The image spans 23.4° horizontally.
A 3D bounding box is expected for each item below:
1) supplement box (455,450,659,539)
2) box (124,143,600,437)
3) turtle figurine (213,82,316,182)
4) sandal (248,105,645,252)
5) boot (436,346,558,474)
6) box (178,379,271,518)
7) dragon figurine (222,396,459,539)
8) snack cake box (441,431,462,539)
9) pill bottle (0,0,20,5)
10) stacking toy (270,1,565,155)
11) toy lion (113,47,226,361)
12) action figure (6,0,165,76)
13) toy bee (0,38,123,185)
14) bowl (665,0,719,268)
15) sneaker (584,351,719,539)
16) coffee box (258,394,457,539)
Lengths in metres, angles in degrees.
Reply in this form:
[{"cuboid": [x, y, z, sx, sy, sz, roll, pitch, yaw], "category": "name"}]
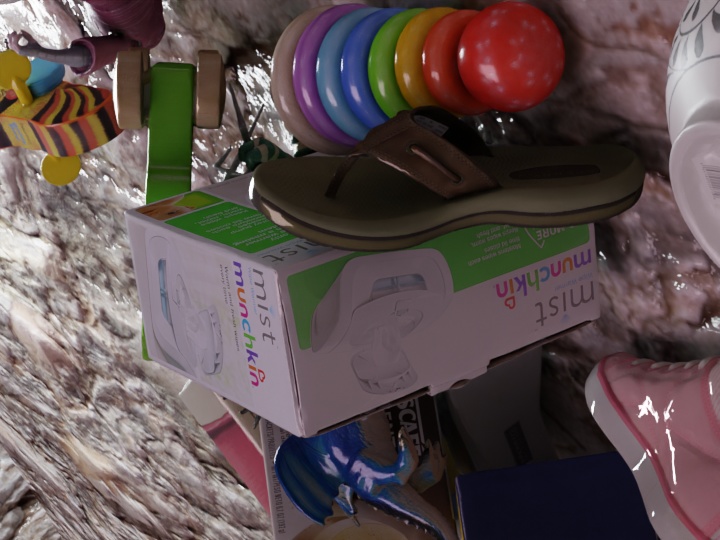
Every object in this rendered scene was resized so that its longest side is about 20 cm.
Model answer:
[{"cuboid": [0.119, 0.191, 1.036, 0.200, 0.108, 0.111, 76, -174, -69], "category": "supplement box"}, {"cuboid": [0.000, 0.000, 0.959, 0.176, 0.199, 0.098, 19, 122, 56], "category": "box"}, {"cuboid": [-0.054, -0.034, 1.115, 0.100, 0.202, 0.150, 14, 157, -4], "category": "turtle figurine"}, {"cuboid": [0.042, -0.055, 0.861, 0.080, 0.199, 0.058, -110, 16, -59], "category": "sandal"}, {"cuboid": [0.073, 0.078, 1.134, 0.095, 0.073, 0.201, 37, 149, 52], "category": "boot"}, {"cuboid": [-0.027, 0.128, 1.337, 0.201, 0.127, 0.109, 53, 160, 2], "category": "box"}, {"cuboid": [-0.009, 0.112, 1.003, 0.059, 0.099, 0.201, 18, -139, -63], "category": "dragon figurine"}, {"cuboid": [0.012, 0.100, 1.193, 0.115, 0.067, 0.201, 79, 169, -70], "category": "snack cake box"}, {"cuboid": [-0.309, -0.265, 1.331, 0.199, 0.112, 0.113, 20, 142, 56], "category": "pill bottle"}, {"cuboid": [0.033, -0.109, 0.923, 0.199, 0.085, 0.086, 1, 125, 58], "category": "stacking toy"}, {"cuboid": [-0.122, -0.043, 1.105, 0.200, 0.068, 0.194, -120, 32, -80], "category": "toy lion"}, {"cuboid": [-0.163, -0.204, 1.191, 0.147, 0.135, 0.200, 4, 157, 8], "category": "action figure"}, {"cuboid": [-0.292, -0.129, 1.516, 0.132, 0.108, 0.200, 57, 159, -16], "category": "toy bee"}, {"cuboid": [0.183, -0.046, 0.678, 0.201, 0.094, 0.201, 43, 156, 24], "category": "bowl"}, {"cuboid": [0.186, 0.075, 0.909, 0.075, 0.105, 0.201, 33, -165, -17], "category": "sneaker"}, {"cuboid": [0.004, 0.157, 1.068, 0.080, 0.112, 0.202, 76, -174, -71], "category": "coffee box"}]
